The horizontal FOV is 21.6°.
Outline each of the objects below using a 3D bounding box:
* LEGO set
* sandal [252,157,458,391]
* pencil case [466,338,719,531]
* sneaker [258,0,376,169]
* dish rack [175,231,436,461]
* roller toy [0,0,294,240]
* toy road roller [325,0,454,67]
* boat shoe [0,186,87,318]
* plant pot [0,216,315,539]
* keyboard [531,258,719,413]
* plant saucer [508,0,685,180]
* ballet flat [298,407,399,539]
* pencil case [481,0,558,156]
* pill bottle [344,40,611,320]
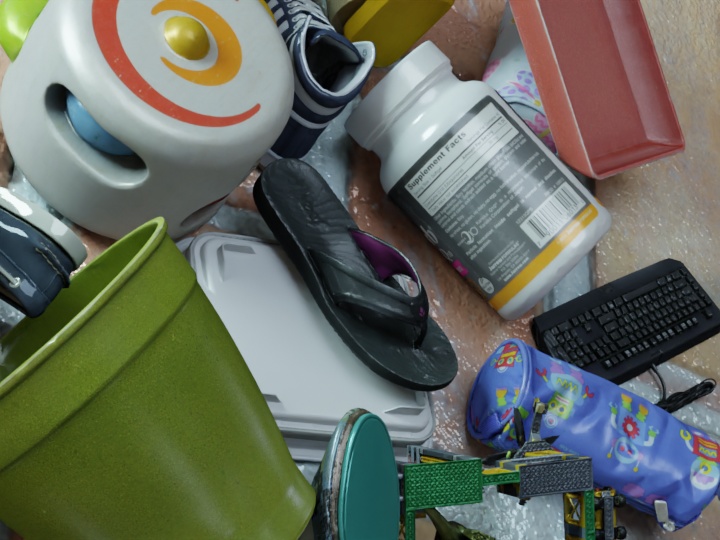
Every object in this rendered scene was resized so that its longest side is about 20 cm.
[{"bbox_3d":[0.069,0.180,1.281,0.198,0.116,0.156,-11,95,-24],"label":"LEGO set"},{"bbox_3d":[-0.001,0.000,1.316,0.201,0.048,0.075,51,46,8],"label":"sandal"},{"bbox_3d":[0.175,0.126,1.390,0.199,0.078,0.088,26,50,-17],"label":"pencil case"},{"bbox_3d":[-0.041,-0.180,1.430,0.069,0.109,0.202,16,52,-25],"label":"sneaker"},{"bbox_3d":[-0.034,0.049,1.323,0.198,0.044,0.173,8,56,-30],"label":"dish rack"},{"bbox_3d":[-0.142,-0.125,1.301,0.198,0.140,0.184,6,57,-32],"label":"roller toy"},{"bbox_3d":[0.012,-0.271,1.457,0.145,0.200,0.124,19,45,-30],"label":"toy road roller"},{"bbox_3d":[-0.263,-0.028,1.170,0.199,0.075,0.062,26,66,17],"label":"boat shoe"},{"bbox_3d":[-0.132,0.107,1.127,0.193,0.200,0.201,50,45,-11],"label":"plant pot"},{"bbox_3d":[0.230,0.063,1.513,0.199,0.021,0.128,-22,74,-41],"label":"keyboard"},{"bbox_3d":[0.181,-0.175,1.507,0.199,0.036,0.202,-19,91,-59],"label":"plant saucer"},{"bbox_3d":[-0.010,0.189,1.177,0.074,0.074,0.203,2,79,-34],"label":"ballet flat"},{"bbox_3d":[0.145,-0.171,1.573,0.082,0.091,0.201,12,47,7],"label":"pencil case"},{"bbox_3d":[0.087,-0.070,1.439,0.200,0.116,0.116,47,46,3],"label":"pill bottle"}]
